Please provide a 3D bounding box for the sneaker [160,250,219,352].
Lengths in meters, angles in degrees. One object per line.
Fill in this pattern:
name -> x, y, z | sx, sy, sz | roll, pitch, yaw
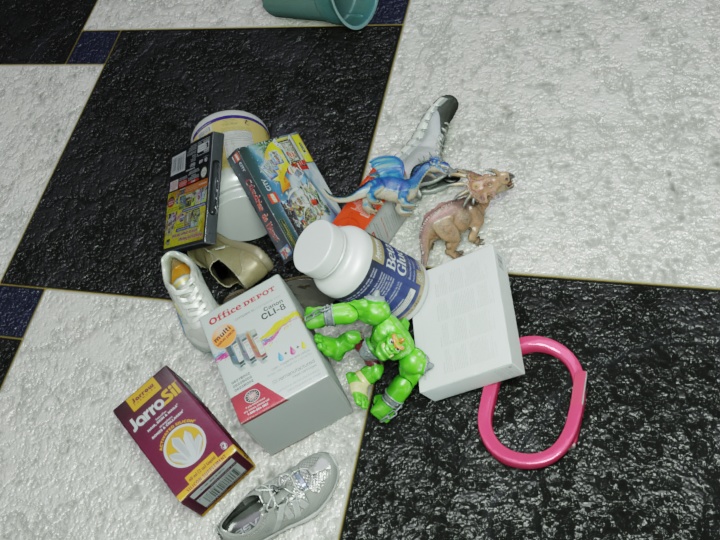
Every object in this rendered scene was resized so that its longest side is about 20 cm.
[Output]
sneaker -> -0.281, 0.053, 1.381 | 0.076, 0.081, 0.200 | -32, 58, -7

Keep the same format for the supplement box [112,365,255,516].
supplement box -> -0.267, 0.255, 1.251 | 0.110, 0.086, 0.200 | -42, 58, -11

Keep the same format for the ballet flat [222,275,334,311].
ballet flat -> -0.132, 0.041, 1.366 | 0.200, 0.067, 0.046 | -12, 25, 12

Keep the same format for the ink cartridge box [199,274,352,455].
ink cartridge box -> -0.128, 0.141, 1.247 | 0.145, 0.145, 0.200 | -29, 56, -2

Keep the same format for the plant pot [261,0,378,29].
plant pot -> -0.093, -0.587, 1.660 | 0.196, 0.200, 0.200 | 9, 62, 29

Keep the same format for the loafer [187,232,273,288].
loafer -> -0.233, -0.016, 1.387 | 0.200, 0.076, 0.067 | 8, 51, 45

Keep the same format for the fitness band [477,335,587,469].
fitness band -> 0.246, 0.187, 1.183 | 0.144, 0.037, 0.200 | 7, 61, 22

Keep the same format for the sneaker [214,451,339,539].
sneaker -> -0.115, 0.328, 1.167 | 0.200, 0.082, 0.075 | -39, 58, -10

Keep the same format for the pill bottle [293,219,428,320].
pill bottle -> 0.000, 0.000, 1.235 | 0.111, 0.200, 0.111 | -24, 53, 37

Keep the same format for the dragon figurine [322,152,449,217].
dragon figurine -> 0.039, -0.141, 1.299 | 0.200, 0.059, 0.100 | 3, 71, -5

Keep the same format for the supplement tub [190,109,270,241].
supplement tub -> -0.217, -0.167, 1.457 | 0.145, 0.145, 0.200 | -18, 57, 4

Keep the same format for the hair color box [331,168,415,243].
hair color box -> 0.008, -0.071, 1.363 | 0.061, 0.102, 0.200 | 25, 68, 26

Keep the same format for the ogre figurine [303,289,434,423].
ogre figurine -> 0.017, 0.113, 1.196 | 0.120, 0.098, 0.200 | -35, 80, 11

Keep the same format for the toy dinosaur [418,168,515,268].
toy dinosaur -> 0.147, -0.088, 1.315 | 0.200, 0.136, 0.086 | -39, 58, -9

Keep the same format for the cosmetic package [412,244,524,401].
cosmetic package -> 0.154, 0.078, 1.235 | 0.151, 0.052, 0.200 | -21, 54, 26

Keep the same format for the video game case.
video game case -> -0.282, -0.125, 1.390 | 0.200, 0.025, 0.181 | -7, 78, 58

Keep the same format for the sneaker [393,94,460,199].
sneaker -> 0.139, -0.203, 1.432 | 0.115, 0.075, 0.200 | 33, 83, 24

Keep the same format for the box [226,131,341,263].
box -> -0.116, -0.124, 1.374 | 0.137, 0.038, 0.200 | -24, 83, -42
